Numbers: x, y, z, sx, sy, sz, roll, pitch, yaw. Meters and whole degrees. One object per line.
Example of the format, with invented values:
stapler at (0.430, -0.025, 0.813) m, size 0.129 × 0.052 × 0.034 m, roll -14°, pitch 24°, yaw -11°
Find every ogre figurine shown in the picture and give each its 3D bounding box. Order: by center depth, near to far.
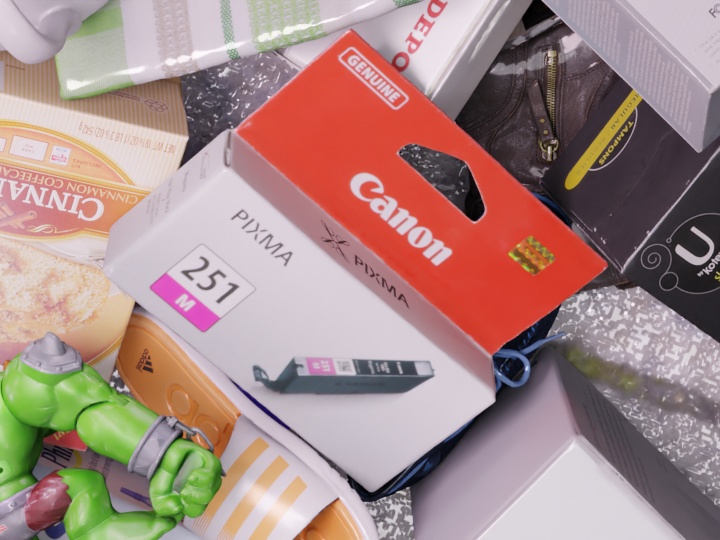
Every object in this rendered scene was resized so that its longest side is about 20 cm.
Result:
ogre figurine at (-0.170, 0.108, 1.436) m, size 0.200 × 0.098 × 0.120 m, roll -28°, pitch 97°, yaw 50°

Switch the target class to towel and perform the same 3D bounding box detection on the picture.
towel at (-0.068, -0.175, 1.397) m, size 0.199 × 0.031 × 0.150 m, roll -15°, pitch 67°, yaw 15°

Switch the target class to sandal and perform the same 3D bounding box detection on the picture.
sandal at (-0.077, 0.107, 1.486) m, size 0.207 × 0.059 × 0.079 m, roll 43°, pitch 135°, yaw 20°

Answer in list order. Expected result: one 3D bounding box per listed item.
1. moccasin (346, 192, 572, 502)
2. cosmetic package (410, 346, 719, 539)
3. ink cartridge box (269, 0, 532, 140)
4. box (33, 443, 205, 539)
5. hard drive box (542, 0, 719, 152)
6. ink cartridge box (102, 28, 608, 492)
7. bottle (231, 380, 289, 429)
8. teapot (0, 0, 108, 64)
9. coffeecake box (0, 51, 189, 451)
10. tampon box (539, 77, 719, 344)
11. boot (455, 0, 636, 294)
moccasin at (0.056, 0.052, 1.523) m, size 0.080 × 0.068 × 0.200 m, roll 28°, pitch 117°, yaw 1°
cosmetic package at (0.136, 0.168, 1.504) m, size 0.123 × 0.199 × 0.200 m, roll -44°, pitch 98°, yaw 8°
ink cartridge box at (-0.008, -0.177, 1.460) m, size 0.200 × 0.083 × 0.147 m, roll 35°, pitch 96°, yaw 13°
box at (-0.158, 0.197, 1.560) m, size 0.199 × 0.105 × 0.184 m, roll 25°, pitch 100°, yaw -4°
hard drive box at (0.151, -0.185, 1.350) m, size 0.156 × 0.077 × 0.200 m, roll -40°, pitch 74°, yaw -11°
ink cartridge box at (0.000, 0.000, 1.428) m, size 0.173 × 0.044 × 0.200 m, roll -38°, pitch 116°, yaw 24°
bottle at (-0.033, -0.014, 1.535) m, size 0.083 × 0.065 × 0.201 m, roll 25°, pitch 101°, yaw 0°
teapot at (-0.195, -0.208, 1.367) m, size 0.199 × 0.146 × 0.198 m, roll 16°, pitch 80°, yaw 27°
coffeecake box at (-0.192, -0.018, 1.475) m, size 0.153 × 0.073 × 0.201 m, roll 12°, pitch 119°, yaw -14°
tampon box at (0.226, -0.032, 1.470) m, size 0.200 × 0.126 × 0.150 m, roll 34°, pitch 100°, yaw -28°
boot at (0.132, -0.075, 1.531) m, size 0.199 × 0.069 × 0.175 m, roll -15°, pitch 107°, yaw 7°
